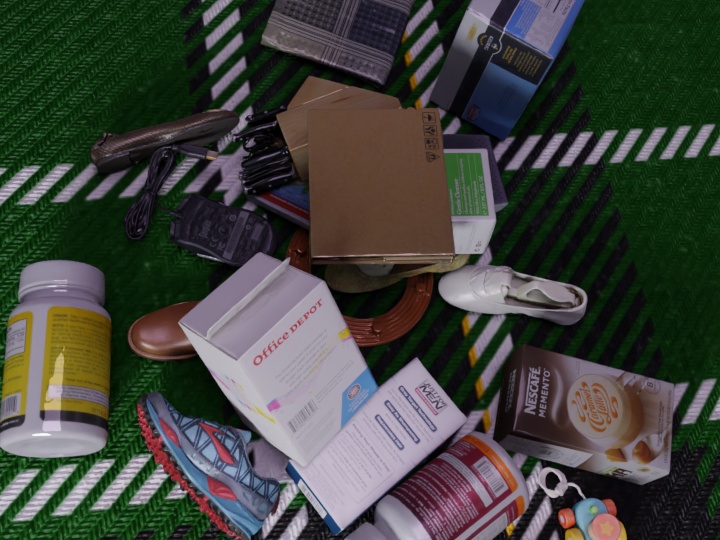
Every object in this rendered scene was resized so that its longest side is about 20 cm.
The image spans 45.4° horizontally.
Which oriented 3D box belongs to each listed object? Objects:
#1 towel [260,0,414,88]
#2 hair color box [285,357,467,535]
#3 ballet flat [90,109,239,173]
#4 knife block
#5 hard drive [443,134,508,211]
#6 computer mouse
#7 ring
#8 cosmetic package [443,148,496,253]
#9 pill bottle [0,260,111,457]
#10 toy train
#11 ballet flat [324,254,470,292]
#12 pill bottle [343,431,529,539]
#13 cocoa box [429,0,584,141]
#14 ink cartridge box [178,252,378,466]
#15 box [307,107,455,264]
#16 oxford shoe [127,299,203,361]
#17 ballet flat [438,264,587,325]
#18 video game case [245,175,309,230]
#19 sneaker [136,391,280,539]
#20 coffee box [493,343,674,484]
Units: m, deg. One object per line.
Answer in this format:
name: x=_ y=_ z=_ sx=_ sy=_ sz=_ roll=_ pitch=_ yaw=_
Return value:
towel: x=-0.031 y=-0.376 z=1.272 sx=0.198 sy=0.035 sz=0.194 roll=20 pitch=68 yaw=-4
hair color box: x=0.019 y=0.205 z=1.013 sx=0.199 sy=0.061 sz=0.100 roll=-36 pitch=78 yaw=-21
ballet flat: x=-0.256 y=-0.179 z=1.127 sx=0.198 sy=0.067 sz=0.047 roll=-20 pitch=76 yaw=-11
knife block: x=-0.061 y=-0.159 z=1.106 sx=0.198 sy=0.064 sz=0.177 roll=19 pitch=64 yaw=22
hard drive: x=0.088 y=-0.122 z=1.161 sx=0.197 sy=0.043 sz=0.136 roll=-4 pitch=56 yaw=-9
computer mouse: x=-0.191 y=-0.082 z=1.102 sx=0.198 sy=0.046 sz=0.142 roll=14 pitch=78 yaw=7
ring: x=0.000 y=0.000 z=1.120 sx=0.198 sy=0.019 sz=0.203 roll=4 pitch=66 yaw=-8
cosmetic package: x=0.055 y=-0.082 z=1.042 sx=0.197 sy=0.085 sz=0.109 roll=-1 pitch=63 yaw=-5
pill bottle: x=-0.338 y=0.098 z=0.965 sx=0.113 sy=0.114 sz=0.202 roll=0 pitch=67 yaw=-10
toy train: x=0.234 y=0.334 z=1.000 sx=0.149 sy=0.056 sz=0.201 roll=29 pitch=66 yaw=2
ballet flat: x=0.051 y=-0.022 z=1.093 sx=0.198 sy=0.071 sz=0.071 roll=-11 pitch=69 yaw=-14
pill bottle: x=0.085 y=0.280 z=0.967 sx=0.199 sy=0.110 sz=0.110 roll=-32 pitch=76 yaw=-21
cocoa box: x=0.199 y=-0.304 z=1.185 sx=0.130 sy=0.200 sz=0.134 roll=29 pitch=64 yaw=3
ink cartridge box: x=-0.092 y=0.086 z=0.950 sx=0.128 sy=0.201 sz=0.125 roll=-42 pitch=39 yaw=-23
box: x=0.020 y=-0.101 z=0.989 sx=0.161 sy=0.021 sz=0.202 roll=-1 pitch=64 yaw=-4
oxford shoe: x=-0.181 y=0.059 z=1.034 sx=0.198 sy=0.071 sz=0.072 roll=-10 pitch=71 yaw=-12
ballet flat: x=0.203 y=0.024 z=1.121 sx=0.198 sy=0.070 sz=0.070 roll=12 pitch=65 yaw=-5
video game case: x=-0.041 y=-0.145 z=1.141 sx=0.142 sy=0.018 sz=0.201 roll=26 pitch=67 yaw=26
sneaker: x=-0.171 y=0.208 z=0.979 sx=0.200 sy=0.079 sz=0.095 roll=49 pitch=58 yaw=2
coffee box: x=0.274 y=0.179 z=1.060 sx=0.198 sy=0.080 sz=0.116 roll=14 pitch=65 yaw=-4
